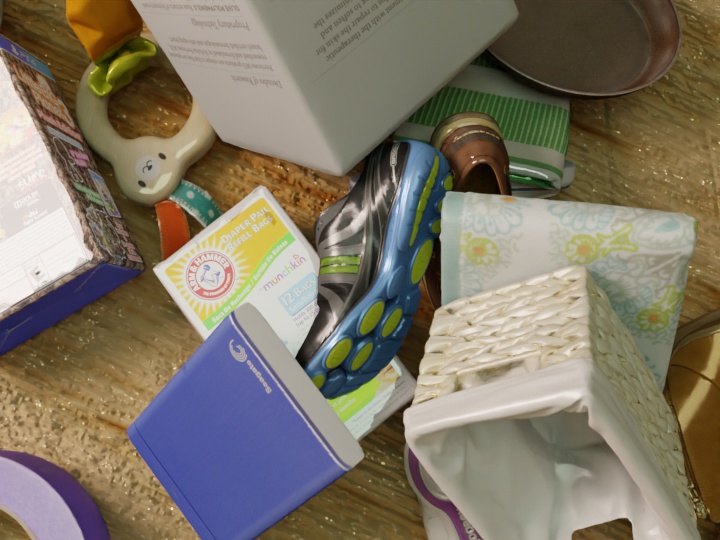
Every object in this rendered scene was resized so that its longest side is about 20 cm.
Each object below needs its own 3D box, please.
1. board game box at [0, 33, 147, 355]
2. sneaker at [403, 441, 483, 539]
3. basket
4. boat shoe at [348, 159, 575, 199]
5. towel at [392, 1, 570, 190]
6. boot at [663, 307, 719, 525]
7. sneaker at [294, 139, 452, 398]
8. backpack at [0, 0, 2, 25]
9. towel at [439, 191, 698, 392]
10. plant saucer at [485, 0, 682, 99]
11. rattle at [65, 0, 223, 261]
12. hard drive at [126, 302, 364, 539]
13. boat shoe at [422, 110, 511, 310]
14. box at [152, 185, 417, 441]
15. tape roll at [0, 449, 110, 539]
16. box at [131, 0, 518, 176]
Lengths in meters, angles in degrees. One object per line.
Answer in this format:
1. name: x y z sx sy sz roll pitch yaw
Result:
1. board game box: -0.291 -0.053 0.753 0.158 0.097 0.201 -28 83 4
2. sneaker: 0.086 0.192 0.758 0.074 0.100 0.202 -12 105 7
3. basket: 0.137 0.110 0.660 0.135 0.200 0.124 -18 38 29
4. boat shoe: 0.086 -0.059 0.812 0.198 0.074 0.066 -7 111 -10
5. towel: 0.103 -0.160 0.811 0.151 0.023 0.202 9 56 -2
6. boot: 0.289 0.122 0.790 0.200 0.071 0.145 -30 88 -3
7. sneaker: 0.000 0.000 0.694 0.082 0.071 0.201 20 87 39
8. backpack: -0.383 -0.226 0.755 0.198 0.178 0.152 13 85 -5
9. towel: 0.143 0.030 0.701 0.169 0.201 0.048 4 45 10
10. plant saucer: 0.177 -0.218 0.828 0.198 0.032 0.202 4 57 -6
11. rattle: -0.165 -0.117 0.769 0.129 0.143 0.202 -3 74 -20
12. hard drive: -0.094 0.127 0.708 0.132 0.200 0.025 52 44 6
13. boat shoe: 0.085 -0.020 0.746 0.071 0.068 0.202 -6 124 -3
14. box: -0.059 0.052 0.760 0.112 0.101 0.201 -37 84 -9
15. tape roll: -0.293 0.238 0.724 0.198 0.085 0.202 0 81 -3
16. box: -0.033 -0.208 0.719 0.199 0.199 0.172 -43 123 -18
